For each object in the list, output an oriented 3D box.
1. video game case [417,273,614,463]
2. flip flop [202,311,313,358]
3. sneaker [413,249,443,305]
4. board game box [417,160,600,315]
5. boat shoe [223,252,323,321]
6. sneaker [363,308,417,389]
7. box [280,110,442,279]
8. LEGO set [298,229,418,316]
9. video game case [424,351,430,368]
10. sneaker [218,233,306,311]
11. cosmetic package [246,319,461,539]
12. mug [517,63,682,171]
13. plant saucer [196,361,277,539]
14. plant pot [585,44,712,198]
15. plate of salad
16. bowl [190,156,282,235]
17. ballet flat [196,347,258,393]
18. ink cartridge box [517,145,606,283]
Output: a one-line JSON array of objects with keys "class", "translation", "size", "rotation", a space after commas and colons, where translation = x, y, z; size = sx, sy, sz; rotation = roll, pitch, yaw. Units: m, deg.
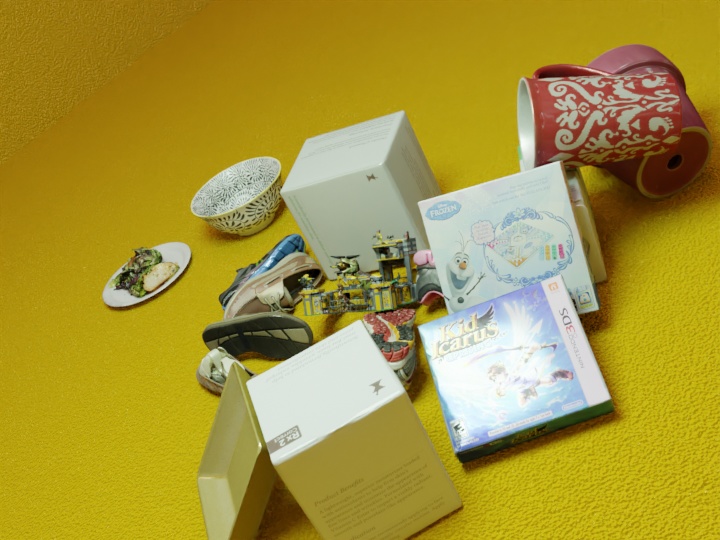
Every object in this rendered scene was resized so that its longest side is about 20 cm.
[{"class": "video game case", "translation": [0.188, 0.120, 1.165], "size": [0.199, 0.046, 0.182], "rotation": [-21, 56, 8]}, {"class": "flip flop", "translation": [-0.164, 0.099, 1.504], "size": [0.199, 0.082, 0.058], "rotation": [-8, 24, 30]}, {"class": "sneaker", "translation": [0.169, 0.025, 1.381], "size": [0.199, 0.079, 0.096], "rotation": [5, 77, 26]}, {"class": "board game box", "translation": [0.198, -0.023, 1.254], "size": [0.199, 0.201, 0.043], "rotation": [-14, 4, 19]}, {"class": "boat shoe", "translation": [-0.145, 0.041, 1.576], "size": [0.200, 0.076, 0.072], "rotation": [-43, 37, -21]}, {"class": "sneaker", "translation": [0.043, 0.109, 1.332], "size": [0.077, 0.083, 0.200], "rotation": [-5, 17, 6]}, {"class": "box", "translation": [0.010, -0.123, 1.578], "size": [0.199, 0.200, 0.172], "rotation": [-13, 34, 25]}, {"class": "LEGO set", "translation": [0.000, 0.000, 1.441], "size": [0.199, 0.117, 0.153], "rotation": [-6, 3, 43]}, {"class": "video game case", "translation": [0.196, 0.125, 1.244], "size": [0.199, 0.022, 0.183], "rotation": [-25, 31, 5]}, {"class": "sneaker", "translation": [-0.175, 0.000, 1.658], "size": [0.082, 0.071, 0.200], "rotation": [22, 58, 44]}, {"class": "cosmetic package", "translation": [-0.009, 0.205, 1.108], "size": [0.164, 0.201, 0.165], "rotation": [-28, 31, -4]}, {"class": "mug", "translation": [0.321, -0.226, 1.279], "size": [0.198, 0.134, 0.179], "rotation": [-5, 75, 2]}, {"class": "plant saucer", "translation": [-0.154, 0.253, 1.210], "size": [0.048, 0.201, 0.200], "rotation": [10, 23, -23]}, {"class": "plant pot", "translation": [0.429, -0.214, 1.422], "size": [0.199, 0.201, 0.180], "rotation": [-27, 46, 0]}, {"class": "plate of salad", "translation": [-0.434, -0.001, 1.879], "size": [0.199, 0.048, 0.201], "rotation": [-20, 32, 13]}, {"class": "bowl", "translation": [-0.231, -0.132, 1.873], "size": [0.199, 0.095, 0.201], "rotation": [-19, 32, 12]}, {"class": "ballet flat", "translation": [-0.206, 0.157, 1.455], "size": [0.068, 0.068, 0.199], "rotation": [-38, 32, -25]}, {"class": "ink cartridge box", "translation": [0.292, -0.087, 1.363], "size": [0.083, 0.147, 0.201], "rotation": [-16, 33, 16]}]
